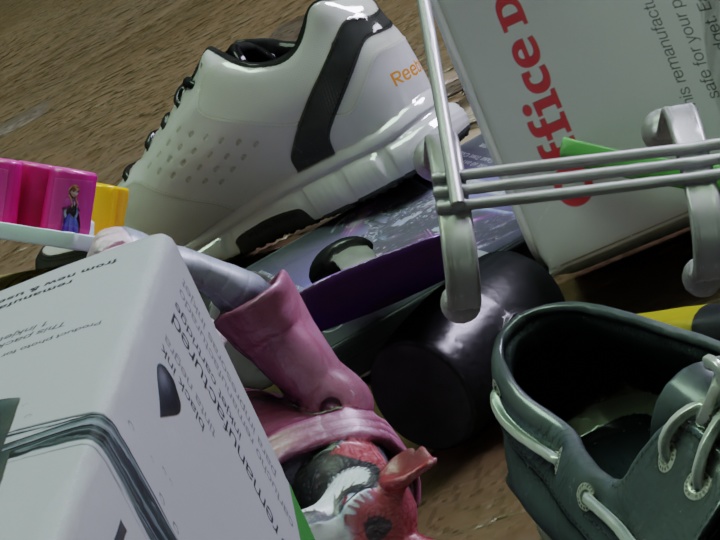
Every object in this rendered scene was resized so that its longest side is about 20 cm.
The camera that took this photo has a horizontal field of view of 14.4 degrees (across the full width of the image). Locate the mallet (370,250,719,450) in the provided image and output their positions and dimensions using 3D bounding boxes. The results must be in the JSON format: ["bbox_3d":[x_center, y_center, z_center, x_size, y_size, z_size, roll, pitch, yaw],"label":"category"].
[{"bbox_3d":[0.087,0.022,0.815,0.199,0.041,0.066,-2,27,46],"label":"mallet"}]

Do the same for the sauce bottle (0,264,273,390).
[{"bbox_3d":[-0.103,0.031,1.017,0.199,0.066,0.066,-5,26,46],"label":"sauce bottle"}]

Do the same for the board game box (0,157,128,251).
[{"bbox_3d":[-0.176,-0.032,0.926,0.198,0.026,0.200,9,0,-2],"label":"board game box"}]

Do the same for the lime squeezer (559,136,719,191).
[{"bbox_3d":[0.160,-0.046,0.844,0.199,0.071,0.038,-24,3,11],"label":"lime squeezer"}]

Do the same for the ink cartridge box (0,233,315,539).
[{"bbox_3d":[-0.057,0.099,0.590,0.083,0.147,0.200,-21,18,11],"label":"ink cartridge box"}]

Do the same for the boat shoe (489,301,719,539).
[{"bbox_3d":[0.081,0.050,0.680,0.073,0.062,0.200,-30,16,-11],"label":"boat shoe"}]

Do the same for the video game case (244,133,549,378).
[{"bbox_3d":[0.047,-0.022,1.035,0.199,0.019,0.143,-31,17,-14],"label":"video game case"}]

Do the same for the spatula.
[{"bbox_3d":[0.000,0.000,0.908,0.056,0.021,0.200,-22,5,-4],"label":"spatula"}]

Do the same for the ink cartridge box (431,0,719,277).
[{"bbox_3d":[0.126,-0.102,0.911,0.199,0.146,0.084,-23,-5,9],"label":"ink cartridge box"}]

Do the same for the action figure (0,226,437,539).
[{"bbox_3d":[-0.043,0.067,0.814,0.199,0.135,0.149,7,-9,41],"label":"action figure"}]

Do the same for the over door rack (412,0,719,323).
[{"bbox_3d":[0.083,-0.077,0.815,0.147,0.067,0.201,-7,58,-1],"label":"over door rack"}]

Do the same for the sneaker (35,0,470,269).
[{"bbox_3d":[-0.053,-0.046,1.116,0.199,0.080,0.074,-27,8,28],"label":"sneaker"}]
